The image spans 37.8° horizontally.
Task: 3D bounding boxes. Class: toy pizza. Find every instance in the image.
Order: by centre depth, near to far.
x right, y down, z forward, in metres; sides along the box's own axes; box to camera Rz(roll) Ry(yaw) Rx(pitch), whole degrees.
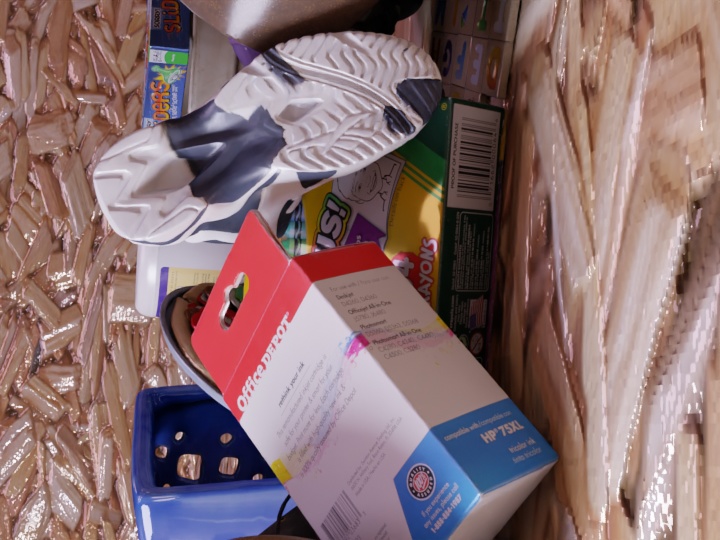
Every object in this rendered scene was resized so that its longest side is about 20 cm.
[{"bbox_3d":[-0.060,0.064,0.811,0.032,0.199,0.200,-59,22,18],"label":"toy pizza"}]

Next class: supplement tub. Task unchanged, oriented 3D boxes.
[{"bbox_3d":[-0.141,-0.017,1.145,0.145,0.199,0.146,-176,90,-77],"label":"supplement tub"}]

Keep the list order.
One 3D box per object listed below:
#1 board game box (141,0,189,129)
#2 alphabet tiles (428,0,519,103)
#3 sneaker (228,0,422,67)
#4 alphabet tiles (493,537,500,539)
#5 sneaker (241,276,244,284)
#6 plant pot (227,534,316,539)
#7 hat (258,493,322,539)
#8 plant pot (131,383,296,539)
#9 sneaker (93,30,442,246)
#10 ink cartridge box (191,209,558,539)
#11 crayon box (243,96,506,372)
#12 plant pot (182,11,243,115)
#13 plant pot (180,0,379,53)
[{"bbox_3d":[-0.176,-0.225,0.954,0.136,0.034,0.201,111,158,-53],"label":"board game box"},{"bbox_3d":[0.074,-0.186,0.682,0.166,0.006,0.201,-128,43,-71],"label":"alphabet tiles"},{"bbox_3d":[-0.016,-0.164,0.758,0.076,0.200,0.088,-25,89,44],"label":"sneaker"},{"bbox_3d":[0.068,0.235,0.596,0.200,0.007,0.168,159,114,-76],"label":"alphabet tiles"},{"bbox_3d":[-0.084,0.020,1.029,0.200,0.081,0.088,-54,5,-16],"label":"sneaker"},{"bbox_3d":[-0.006,0.198,0.543,0.201,0.199,0.028,108,-171,-47],"label":"plant pot"},{"bbox_3d":[-0.026,0.199,0.662,0.201,0.081,0.201,63,180,0],"label":"hat"},{"bbox_3d":[-0.087,0.210,0.874,0.200,0.199,0.181,-124,34,-68],"label":"plant pot"},{"bbox_3d":[-0.047,-0.070,0.621,0.080,0.198,0.130,60,-178,3],"label":"sneaker"},{"bbox_3d":[-0.003,0.068,0.570,0.200,0.067,0.116,51,130,26],"label":"ink cartridge box"},{"bbox_3d":[0.001,-0.003,0.660,0.172,0.058,0.201,6,93,44],"label":"crayon box"},{"bbox_3d":[-0.078,-0.176,0.975,0.200,0.172,0.201,-176,90,-77],"label":"plant pot"},{"bbox_3d":[-0.020,-0.224,0.577,0.201,0.186,0.187,-57,25,23],"label":"plant pot"}]
